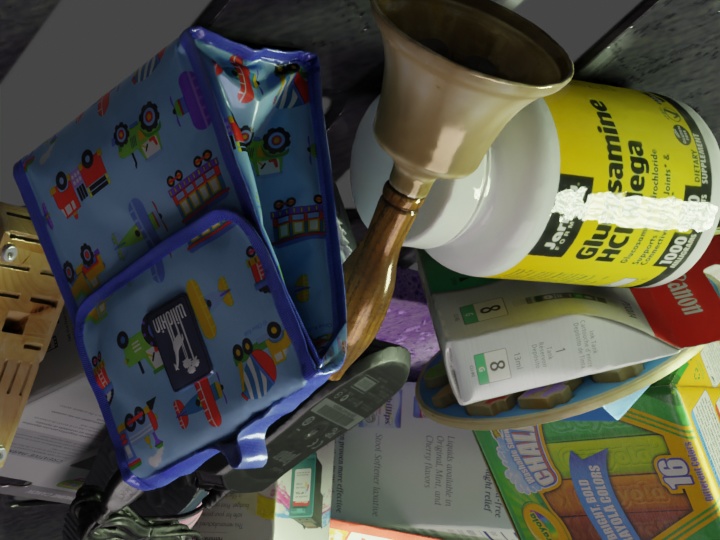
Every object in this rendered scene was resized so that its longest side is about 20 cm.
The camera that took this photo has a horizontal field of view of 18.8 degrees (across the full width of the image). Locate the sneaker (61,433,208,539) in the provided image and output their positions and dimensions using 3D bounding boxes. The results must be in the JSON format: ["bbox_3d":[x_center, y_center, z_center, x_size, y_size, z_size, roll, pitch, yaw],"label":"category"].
[{"bbox_3d":[-0.118,0.123,1.332,0.082,0.070,0.200,-29,168,-39],"label":"sneaker"}]

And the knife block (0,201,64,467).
[{"bbox_3d":[-0.264,0.035,1.248,0.175,0.201,0.064,26,-172,36],"label":"knife block"}]

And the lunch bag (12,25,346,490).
[{"bbox_3d":[-0.077,0.006,1.084,0.094,0.201,0.150,7,150,-46],"label":"lunch bag"}]

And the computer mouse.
[{"bbox_3d":[-0.073,0.086,1.187,0.200,0.046,0.140,-39,156,13],"label":"computer mouse"}]

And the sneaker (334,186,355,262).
[{"bbox_3d":[-0.042,0.000,1.209,0.082,0.070,0.200,-15,146,-2],"label":"sneaker"}]

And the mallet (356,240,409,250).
[{"bbox_3d":[0.000,0.000,1.323,0.199,0.041,0.066,-18,119,-2],"label":"mallet"}]

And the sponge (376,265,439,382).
[{"bbox_3d":[0.032,0.040,1.487,0.111,0.030,0.200,-28,156,31],"label":"sponge"}]

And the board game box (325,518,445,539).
[{"bbox_3d":[-0.005,0.212,1.554,0.199,0.047,0.151,16,165,-42],"label":"board game box"}]

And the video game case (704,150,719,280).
[{"bbox_3d":[0.193,-0.011,1.460,0.199,0.036,0.181,-27,156,29],"label":"video game case"}]

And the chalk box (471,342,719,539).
[{"bbox_3d":[0.154,0.100,1.393,0.199,0.125,0.124,-10,-155,37],"label":"chalk box"}]

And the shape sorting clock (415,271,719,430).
[{"bbox_3d":[0.127,0.043,1.327,0.199,0.039,0.200,-21,-159,8],"label":"shape sorting clock"}]

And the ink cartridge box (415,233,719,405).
[{"bbox_3d":[0.139,0.007,1.289,0.199,0.050,0.161,-15,-158,1],"label":"ink cartridge box"}]

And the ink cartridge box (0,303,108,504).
[{"bbox_3d":[-0.173,0.071,1.346,0.175,0.084,0.200,-25,157,23],"label":"ink cartridge box"}]

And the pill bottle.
[{"bbox_3d":[0.096,-0.050,1.185,0.199,0.113,0.112,3,153,-41],"label":"pill bottle"}]

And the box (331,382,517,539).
[{"bbox_3d":[0.081,0.146,1.588,0.199,0.106,0.184,2,169,9],"label":"box"}]

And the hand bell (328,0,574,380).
[{"bbox_3d":[0.020,-0.030,1.070,0.104,0.104,0.201,1,122,-37],"label":"hand bell"}]

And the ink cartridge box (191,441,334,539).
[{"bbox_3d":[-0.084,0.161,1.437,0.116,0.201,0.067,-3,169,35],"label":"ink cartridge box"}]
